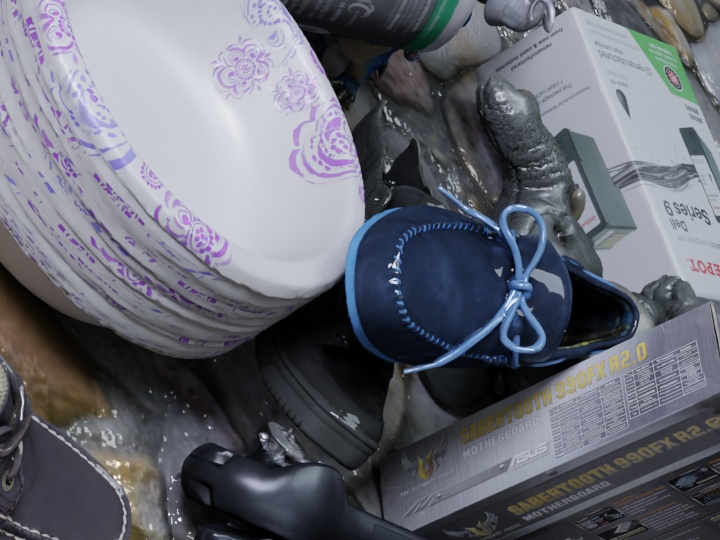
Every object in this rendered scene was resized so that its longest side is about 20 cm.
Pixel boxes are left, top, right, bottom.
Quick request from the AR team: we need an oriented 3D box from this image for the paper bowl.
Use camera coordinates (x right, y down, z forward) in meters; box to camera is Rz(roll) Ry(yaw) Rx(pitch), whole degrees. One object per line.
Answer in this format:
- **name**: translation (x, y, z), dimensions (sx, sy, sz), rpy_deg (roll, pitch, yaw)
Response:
- **paper bowl**: translation (-0.097, -0.057, 0.846), dimensions (0.200, 0.104, 0.202), rpy_deg (38, 34, -32)

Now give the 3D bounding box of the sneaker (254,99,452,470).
- **sneaker**: translation (0.002, 0.002, 0.913), dimensions (0.060, 0.104, 0.200), rpy_deg (41, 12, -24)

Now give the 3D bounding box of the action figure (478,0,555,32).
- **action figure**: translation (0.054, -0.207, 1.100), dimensions (0.201, 0.069, 0.130), rpy_deg (60, 10, 24)

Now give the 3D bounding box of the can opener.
- **can opener**: translation (-0.009, 0.121, 0.881), dimensions (0.063, 0.079, 0.200), rpy_deg (30, 3, 40)

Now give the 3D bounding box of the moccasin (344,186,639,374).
- **moccasin**: translation (0.064, 0.005, 0.875), dimensions (0.200, 0.068, 0.081), rpy_deg (1, 89, -60)

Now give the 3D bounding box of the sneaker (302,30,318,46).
- **sneaker**: translation (-0.049, -0.196, 1.106), dimensions (0.091, 0.076, 0.201), rpy_deg (46, 39, -34)

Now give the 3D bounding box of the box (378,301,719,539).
- **box**: translation (0.133, 0.102, 0.962), dimensions (0.158, 0.199, 0.049), rpy_deg (31, 43, -39)

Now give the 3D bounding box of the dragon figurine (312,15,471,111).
- **dragon figurine**: translation (0.026, -0.153, 1.139), dimensions (0.059, 0.099, 0.200), rpy_deg (54, 29, -9)

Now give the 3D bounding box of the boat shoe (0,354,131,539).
- **boat shoe**: translation (-0.148, 0.055, 0.697), dimensions (0.200, 0.065, 0.072), rpy_deg (37, 33, -36)

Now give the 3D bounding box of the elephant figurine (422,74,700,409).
- **elephant figurine**: translation (0.098, 0.025, 1.058), dimensions (0.200, 0.141, 0.156), rpy_deg (37, 20, -45)

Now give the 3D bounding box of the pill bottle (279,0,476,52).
- **pill bottle**: translation (-0.044, -0.177, 0.957), dimensions (0.199, 0.113, 0.114), rpy_deg (9, 50, -21)

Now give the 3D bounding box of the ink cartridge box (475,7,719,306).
- **ink cartridge box**: translation (0.171, -0.048, 1.249), dimensions (0.146, 0.084, 0.201), rpy_deg (8, 57, -54)
